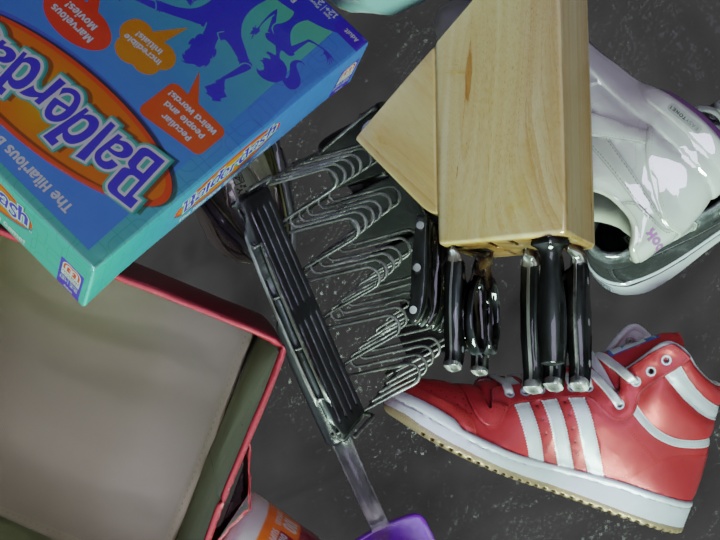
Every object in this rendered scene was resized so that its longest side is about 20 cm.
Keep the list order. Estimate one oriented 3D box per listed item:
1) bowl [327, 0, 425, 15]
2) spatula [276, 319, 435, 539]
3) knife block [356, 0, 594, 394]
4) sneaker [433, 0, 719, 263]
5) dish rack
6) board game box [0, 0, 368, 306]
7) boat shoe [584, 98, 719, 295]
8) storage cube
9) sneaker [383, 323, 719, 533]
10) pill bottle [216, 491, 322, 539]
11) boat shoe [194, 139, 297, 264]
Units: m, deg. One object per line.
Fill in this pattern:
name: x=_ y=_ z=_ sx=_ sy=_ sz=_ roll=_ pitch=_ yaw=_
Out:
bowl: x=-0.004 y=-0.216 z=0.908 sx=0.105 sy=0.201 sz=0.201 roll=-43 pitch=97 yaw=17
spatula: x=-0.005 y=0.116 z=0.995 sx=0.056 sy=0.021 sz=0.201 roll=-25 pitch=95 yaw=-6
knife block: x=0.094 y=-0.044 z=0.876 sx=0.176 sy=0.064 sz=0.200 roll=45 pitch=100 yaw=19
sneaker: x=0.107 y=-0.083 z=0.937 sx=0.200 sy=0.075 sz=0.100 roll=38 pitch=83 yaw=25
dish rack: x=0.000 y=0.000 z=0.908 sx=0.054 sy=0.200 sz=0.154 roll=-22 pitch=96 yaw=19
board game box: x=-0.117 y=-0.101 z=0.835 sx=0.152 sy=0.045 sz=0.200 roll=43 pitch=61 yaw=6
boat shoe: x=0.211 y=-0.066 z=0.978 sx=0.199 sy=0.068 sz=0.074 roll=-33 pitch=66 yaw=1
storage cube: x=-0.153 y=0.078 z=0.898 sx=0.199 sy=0.180 sz=0.172 roll=22 pitch=90 yaw=-8
sneaker: x=0.119 y=0.071 z=0.982 sx=0.199 sy=0.071 sz=0.113 roll=20 pitch=95 yaw=-15
pill bottle: x=-0.017 y=0.227 z=0.954 sx=0.200 sy=0.114 sz=0.114 roll=36 pitch=89 yaw=-7
boat shoe: x=-0.084 y=-0.089 z=0.931 sx=0.072 sy=0.065 sz=0.201 roll=-30 pitch=113 yaw=-18
